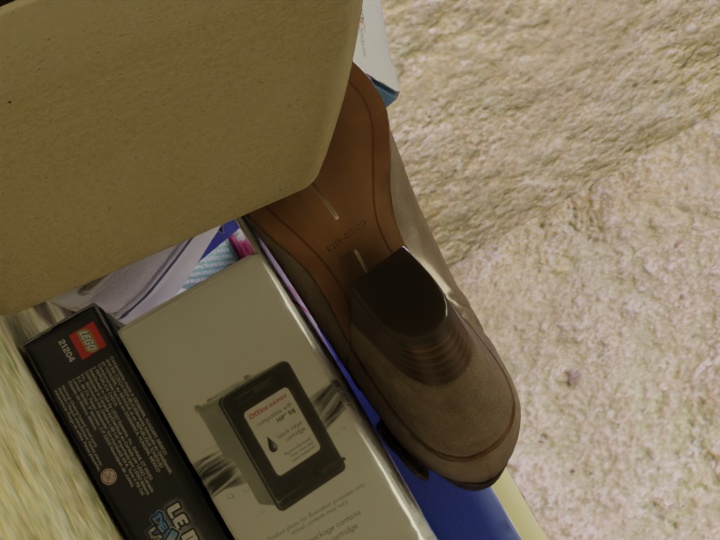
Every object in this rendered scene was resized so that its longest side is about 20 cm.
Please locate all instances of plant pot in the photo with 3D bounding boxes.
[{"bbox_3d":[-0.109,-0.105,0.942,0.177,0.200,0.200,75,-12,-52],"label":"plant pot"}]

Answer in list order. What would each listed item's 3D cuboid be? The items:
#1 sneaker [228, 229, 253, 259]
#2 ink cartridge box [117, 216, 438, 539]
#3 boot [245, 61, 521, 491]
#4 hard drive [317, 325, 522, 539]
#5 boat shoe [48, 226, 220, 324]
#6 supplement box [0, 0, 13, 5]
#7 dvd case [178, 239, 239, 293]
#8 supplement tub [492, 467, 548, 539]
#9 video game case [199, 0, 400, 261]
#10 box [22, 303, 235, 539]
[{"bbox_3d":[-0.021,-0.017,1.429,0.074,0.087,0.200,64,-8,-9],"label":"sneaker"},{"bbox_3d":[-0.034,0.062,1.087,0.200,0.067,0.116,60,1,6],"label":"ink cartridge box"},{"bbox_3d":[0.000,0.000,1.098,0.200,0.070,0.146,61,-4,27],"label":"boot"},{"bbox_3d":[0.000,0.127,1.158,0.200,0.132,0.025,60,-1,19],"label":"hard drive"},{"bbox_3d":[-0.082,-0.065,1.162,0.070,0.200,0.071,12,30,-50],"label":"boat shoe"},{"bbox_3d":[-0.119,-0.147,1.111,0.103,0.200,0.131,59,0,-19],"label":"supplement box"},{"bbox_3d":[-0.122,-0.031,1.365,0.200,0.022,0.146,60,25,10],"label":"dvd case"},{"bbox_3d":[0.013,0.137,1.409,0.200,0.145,0.145,60,0,-8],"label":"supplement tub"},{"bbox_3d":[-0.074,-0.102,1.270,0.045,0.200,0.181,25,41,-37],"label":"video game case"},{"bbox_3d":[-0.065,0.112,1.083,0.200,0.035,0.110,60,0,10],"label":"box"}]
